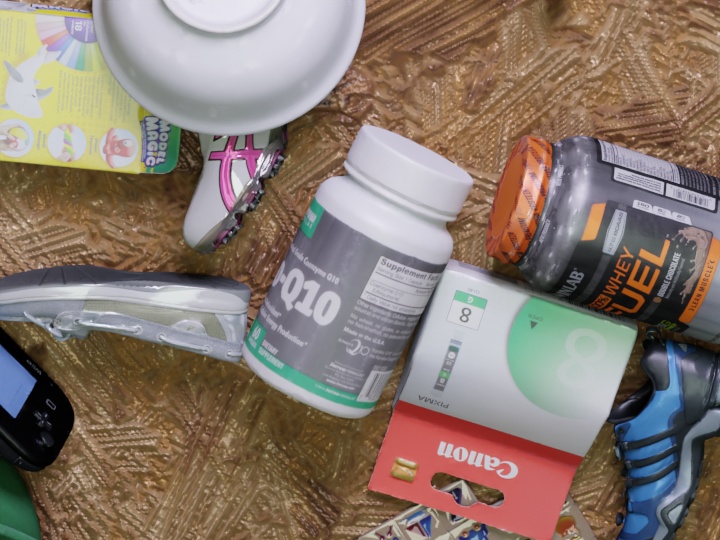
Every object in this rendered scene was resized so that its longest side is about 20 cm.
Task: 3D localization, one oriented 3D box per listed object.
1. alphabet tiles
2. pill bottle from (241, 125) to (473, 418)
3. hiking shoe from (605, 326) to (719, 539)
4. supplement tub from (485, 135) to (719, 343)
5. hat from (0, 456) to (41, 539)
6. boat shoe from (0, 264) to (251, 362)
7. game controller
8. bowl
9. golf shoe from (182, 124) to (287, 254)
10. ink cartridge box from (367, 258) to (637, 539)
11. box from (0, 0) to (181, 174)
[{"bbox_3d":[0.096,0.251,1.780,0.200,0.008,0.167,-31,104,4],"label":"alphabet tiles"},{"bbox_3d":[0.000,0.000,1.653,0.113,0.113,0.200,24,101,-9],"label":"pill bottle"},{"bbox_3d":[0.229,0.139,1.724,0.086,0.074,0.201,20,111,2],"label":"hiking shoe"},{"bbox_3d":[0.203,-0.028,1.654,0.199,0.123,0.123,16,103,-7],"label":"supplement tub"},{"bbox_3d":[-0.296,0.163,1.728,0.165,0.176,0.200,14,140,-10],"label":"hat"},{"bbox_3d":[-0.185,0.034,1.673,0.201,0.074,0.065,2,100,-11],"label":"boat shoe"},{"bbox_3d":[-0.296,0.064,1.657,0.042,0.104,0.200,-35,106,30],"label":"game controller"},{"bbox_3d":[-0.096,-0.204,1.567,0.200,0.090,0.202,0,78,0],"label":"bowl"},{"bbox_3d":[-0.092,-0.110,1.644,0.092,0.073,0.200,27,92,-1],"label":"golf shoe"},{"bbox_3d":[0.109,0.108,1.716,0.160,0.050,0.201,17,100,-4],"label":"ink cartridge box"},{"bbox_3d":[-0.231,-0.138,1.638,0.199,0.048,0.118,6,103,-3],"label":"box"}]
